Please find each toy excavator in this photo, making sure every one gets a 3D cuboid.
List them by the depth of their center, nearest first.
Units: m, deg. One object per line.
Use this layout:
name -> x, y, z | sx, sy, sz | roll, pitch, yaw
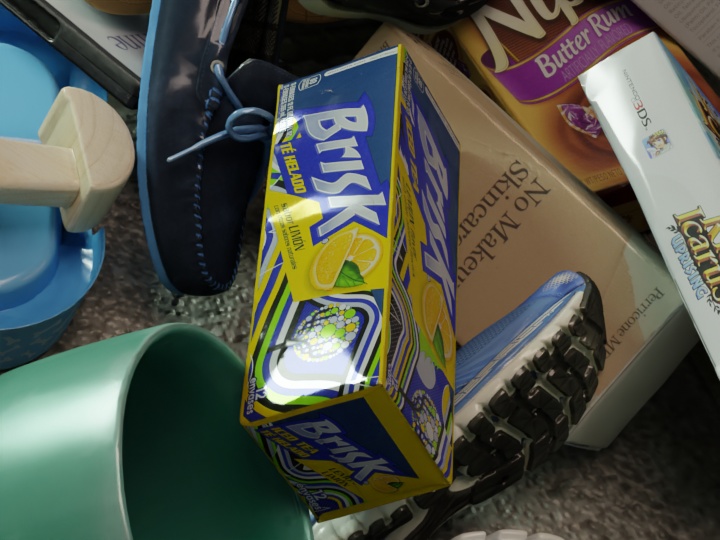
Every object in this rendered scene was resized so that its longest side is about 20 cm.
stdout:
toy excavator -> -0.222, -0.079, 0.901 | 0.194, 0.100, 0.200 | -25, 73, -43

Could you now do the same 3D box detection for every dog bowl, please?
dog bowl -> -0.177, -0.038, 0.971 | 0.111, 0.050, 0.201 | 5, 50, -12

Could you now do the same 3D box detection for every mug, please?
mug -> -0.095, 0.122, 0.787 | 0.152, 0.114, 0.186 | -20, 94, -69

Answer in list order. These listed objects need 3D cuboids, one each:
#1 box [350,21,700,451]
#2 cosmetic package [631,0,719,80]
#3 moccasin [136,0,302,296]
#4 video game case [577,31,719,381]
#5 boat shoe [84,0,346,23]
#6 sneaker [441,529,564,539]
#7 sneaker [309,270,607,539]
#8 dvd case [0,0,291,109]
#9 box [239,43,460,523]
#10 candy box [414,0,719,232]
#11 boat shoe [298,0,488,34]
box -> 0.064, -0.016, 0.976 | 0.200, 0.095, 0.078 | 43, 9, 21
cosmetic package -> 0.157, -0.194, 1.110 | 0.200, 0.071, 0.102 | 39, 23, -14
moccasin -> -0.060, -0.088, 0.948 | 0.068, 0.080, 0.201 | 2, 92, 17
video game case -> 0.188, 0.010, 0.953 | 0.045, 0.200, 0.182 | -32, 55, 15
boat shoe -> -0.066, -0.168, 1.046 | 0.199, 0.071, 0.069 | -3, 24, -34
sneaker -> 0.091, 0.162, 0.870 | 0.199, 0.075, 0.087 | 3, 57, -13
sneaker -> 0.019, 0.062, 0.892 | 0.200, 0.079, 0.089 | -38, 57, -5
dvd case -> -0.144, -0.150, 1.050 | 0.200, 0.018, 0.143 | 39, 23, 17
box -> 0.000, 0.000, 0.867 | 0.064, 0.070, 0.200 | -17, 43, 19
candy box -> 0.101, -0.108, 1.101 | 0.116, 0.057, 0.200 | -18, 57, -26
boat shoe -> 0.039, -0.157, 0.996 | 0.199, 0.066, 0.075 | -6, 88, -59
